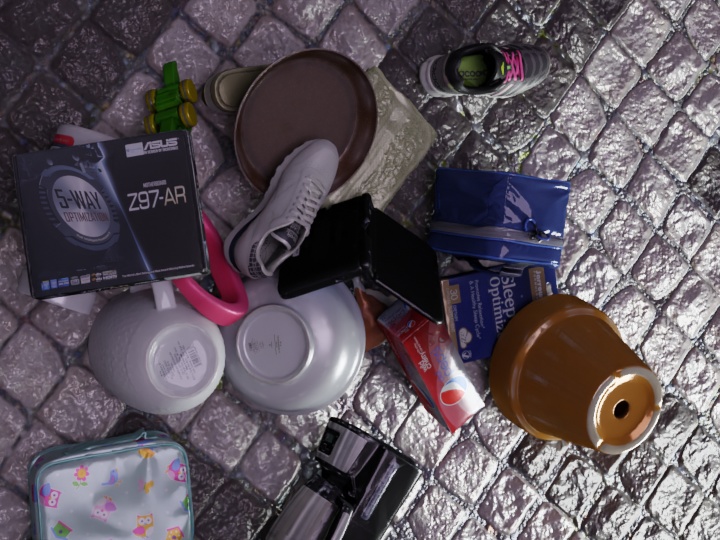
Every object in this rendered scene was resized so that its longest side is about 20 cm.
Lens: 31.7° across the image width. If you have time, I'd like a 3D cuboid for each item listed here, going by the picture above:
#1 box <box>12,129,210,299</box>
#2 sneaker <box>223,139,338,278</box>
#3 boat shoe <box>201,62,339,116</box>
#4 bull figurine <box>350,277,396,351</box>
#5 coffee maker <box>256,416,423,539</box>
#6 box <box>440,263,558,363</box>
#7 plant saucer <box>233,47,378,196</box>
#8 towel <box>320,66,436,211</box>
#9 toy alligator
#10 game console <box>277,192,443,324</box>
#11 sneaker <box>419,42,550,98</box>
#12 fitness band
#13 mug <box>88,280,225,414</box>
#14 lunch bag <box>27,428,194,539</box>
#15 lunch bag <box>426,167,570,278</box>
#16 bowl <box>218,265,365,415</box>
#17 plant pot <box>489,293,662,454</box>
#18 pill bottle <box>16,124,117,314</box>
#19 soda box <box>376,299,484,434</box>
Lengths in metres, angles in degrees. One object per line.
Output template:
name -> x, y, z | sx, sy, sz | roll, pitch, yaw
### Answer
box -> -0.275, -0.062, 1.413 | 0.197, 0.044, 0.162 | -8, 86, -2
sneaker -> -0.080, -0.073, 1.550 | 0.076, 0.080, 0.201 | 41, 76, -30
boat shoe -> -0.106, -0.231, 1.609 | 0.198, 0.068, 0.076 | -3, 93, -29
bull figurine -> -0.016, 0.069, 1.669 | 0.199, 0.065, 0.122 | -37, 103, -20
coffee maker -> -0.012, 0.318, 1.664 | 0.192, 0.134, 0.201 | 42, 77, -44
box -> 0.201, 0.053, 1.782 | 0.198, 0.032, 0.123 | -12, 98, -24
plant saucer -> -0.071, -0.182, 1.582 | 0.198, 0.032, 0.202 | -15, 121, -26
towel -> 0.003, -0.154, 1.679 | 0.148, 0.036, 0.201 | 41, 77, -19
toy alligator -> -0.224, -0.168, 1.537 | 0.059, 0.202, 0.054 | -15, 142, 14
game console -> 0.000, 0.000, 1.576 | 0.174, 0.201, 0.117 | -18, 115, 9
sneaker -> 0.183, -0.272, 1.724 | 0.198, 0.087, 0.075 | -8, 96, -23
fitness band -> -0.196, -0.023, 1.520 | 0.037, 0.201, 0.143 | -35, 144, 12
mug -> -0.239, 0.072, 1.509 | 0.146, 0.175, 0.203 | -12, 98, -23
lunch bag -> -0.301, 0.279, 1.548 | 0.198, 0.077, 0.163 | -7, 94, -23
lunch bag -> 0.184, -0.060, 1.676 | 0.134, 0.199, 0.134 | 6, 93, -29
bowl -> -0.097, 0.086, 1.569 | 0.198, 0.090, 0.204 | 0, 93, 9
plant pot -> 0.305, 0.155, 1.727 | 0.198, 0.183, 0.203 | -9, 110, -24
pill bottle -> -0.330, -0.058, 1.493 | 0.119, 0.119, 0.202 | 21, 85, -23
soda box -> 0.094, 0.123, 1.675 | 0.063, 0.070, 0.201 | -39, 131, -11
